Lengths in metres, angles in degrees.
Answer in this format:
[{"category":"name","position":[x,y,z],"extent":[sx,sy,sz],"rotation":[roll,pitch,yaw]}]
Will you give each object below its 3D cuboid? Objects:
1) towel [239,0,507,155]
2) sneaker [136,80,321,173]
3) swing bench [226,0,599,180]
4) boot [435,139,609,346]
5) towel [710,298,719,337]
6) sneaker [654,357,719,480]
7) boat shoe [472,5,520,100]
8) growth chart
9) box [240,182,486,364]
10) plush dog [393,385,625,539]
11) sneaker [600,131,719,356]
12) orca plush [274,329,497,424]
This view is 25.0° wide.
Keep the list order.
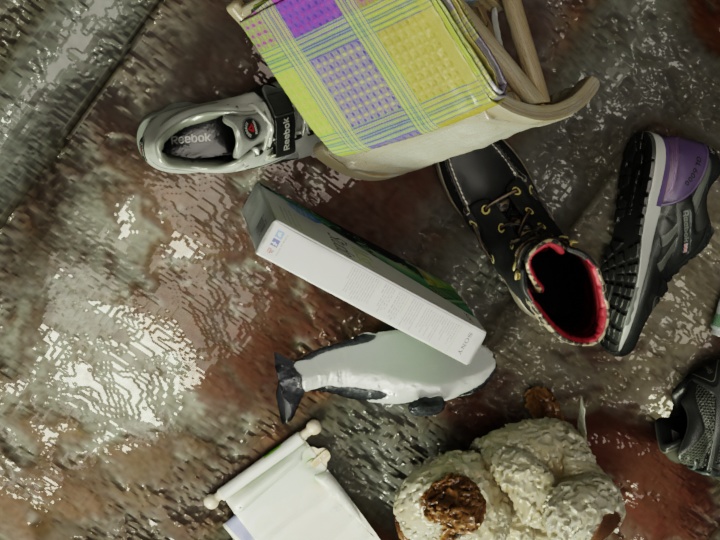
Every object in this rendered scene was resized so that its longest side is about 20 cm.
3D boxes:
[{"category":"towel","position":[0.009,-0.158,1.171],"extent":[0.023,0.200,0.144],"rotation":[-45,107,-36]},{"category":"sneaker","position":[-0.081,-0.115,1.328],"extent":[0.200,0.089,0.074],"rotation":[-17,105,-7]},{"category":"swing bench","position":[0.039,-0.170,1.249],"extent":[0.130,0.199,0.200],"rotation":[-38,104,-39]},{"category":"boot","position":[0.136,-0.030,1.351],"extent":[0.073,0.151,0.200],"rotation":[-28,106,-2]},{"category":"towel","position":[0.417,-0.012,1.466],"extent":[0.149,0.031,0.200],"rotation":[18,101,-14]},{"category":"sneaker","position":[0.333,0.179,1.480],"extent":[0.114,0.076,0.200],"rotation":[-19,104,-2]},{"category":"boat shoe","position":[0.069,-0.214,1.344],"extent":[0.065,0.071,0.200],"rotation":[-35,105,-36]},{"category":"growth chart","position":[-0.052,0.250,1.463],"extent":[0.145,0.018,0.200],"rotation":[-31,107,0]},{"category":"box","position":[0.000,0.000,1.341],"extent":[0.200,0.144,0.036],"rotation":[29,99,-16]},{"category":"plush dog","position":[0.112,0.191,1.413],"extent":[0.172,0.200,0.161],"rotation":[-12,73,-16]},{"category":"sneaker","position":[0.267,-0.016,1.420],"extent":[0.087,0.076,0.200],"rotation":[8,103,-17]},{"category":"orca plush","position":[0.017,0.103,1.407],"extent":[0.200,0.105,0.071],"rotation":[-17,149,-29]}]
